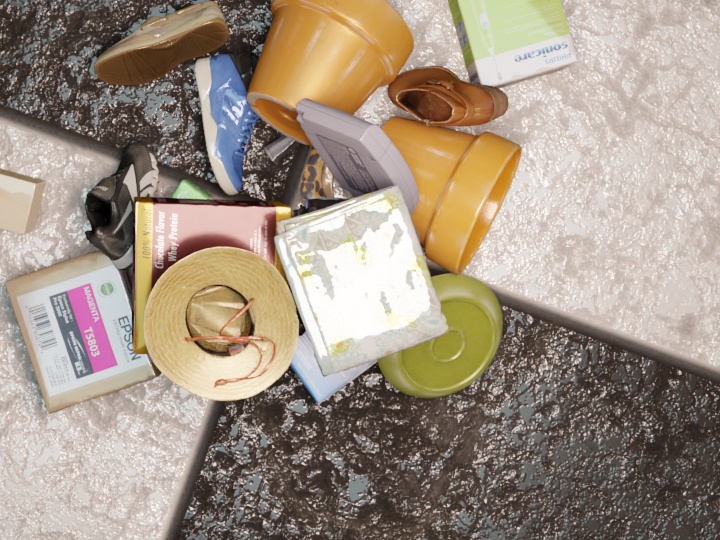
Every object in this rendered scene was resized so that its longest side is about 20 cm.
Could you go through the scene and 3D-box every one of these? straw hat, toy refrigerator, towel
[{"bbox_3d":[-0.178,0.057,1.473,0.200,0.085,0.202,-4,107,-15],"label":"straw hat"},{"bbox_3d":[-0.557,-0.116,1.676,0.199,0.070,0.076,15,97,-4],"label":"toy refrigerator"},{"bbox_3d":[0.000,0.011,1.458,0.171,0.048,0.201,-19,93,-3],"label":"towel"}]

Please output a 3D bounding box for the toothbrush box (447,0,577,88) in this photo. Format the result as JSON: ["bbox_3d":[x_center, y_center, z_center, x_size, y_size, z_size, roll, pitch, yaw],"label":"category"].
[{"bbox_3d":[0.211,-0.373,1.712,0.145,0.086,0.201,-17,92,-3],"label":"toothbrush box"}]

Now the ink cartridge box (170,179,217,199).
[{"bbox_3d":[-0.207,-0.016,1.693,0.200,0.084,0.146,34,90,-5],"label":"ink cartridge box"}]

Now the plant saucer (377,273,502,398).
[{"bbox_3d":[0.121,0.102,1.702,0.199,0.031,0.201,-9,117,-18],"label":"plant saucer"}]

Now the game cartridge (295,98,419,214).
[{"bbox_3d":[0.004,-0.141,1.532,0.133,0.200,0.041,30,77,31],"label":"game cartridge"}]

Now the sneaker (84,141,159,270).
[{"bbox_3d":[-0.337,-0.106,1.647,0.066,0.090,0.201,-16,55,34],"label":"sneaker"}]

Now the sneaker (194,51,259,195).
[{"bbox_3d":[-0.165,-0.214,1.694,0.111,0.077,0.201,-10,86,6],"label":"sneaker"}]

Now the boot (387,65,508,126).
[{"bbox_3d":[0.090,-0.241,1.642,0.199,0.155,0.074,11,107,34],"label":"boot"}]

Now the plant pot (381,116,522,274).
[{"bbox_3d":[0.102,-0.124,1.669,0.183,0.200,0.201,27,89,11],"label":"plant pot"}]

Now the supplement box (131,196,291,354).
[{"bbox_3d":[-0.202,0.005,1.573,0.199,0.133,0.198,1,96,-12],"label":"supplement box"}]

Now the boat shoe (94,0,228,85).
[{"bbox_3d":[-0.288,-0.328,1.694,0.199,0.072,0.065,-23,57,1],"label":"boat shoe"}]

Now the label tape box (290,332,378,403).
[{"bbox_3d":[-0.024,0.076,1.719,0.200,0.066,0.144,-36,94,-7],"label":"label tape box"}]

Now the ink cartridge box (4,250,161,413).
[{"bbox_3d":[-0.393,0.083,1.688,0.164,0.075,0.201,-19,91,-2],"label":"ink cartridge box"}]

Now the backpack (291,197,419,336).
[{"bbox_3d":[0.000,0.000,1.581,0.146,0.200,0.184,5,89,16],"label":"backpack"}]

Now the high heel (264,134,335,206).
[{"bbox_3d":[-0.029,-0.143,1.706,0.142,0.071,0.200,-37,85,4],"label":"high heel"}]

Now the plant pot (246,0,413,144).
[{"bbox_3d":[-0.056,-0.279,1.615,0.200,0.200,0.184,30,77,-4],"label":"plant pot"}]
